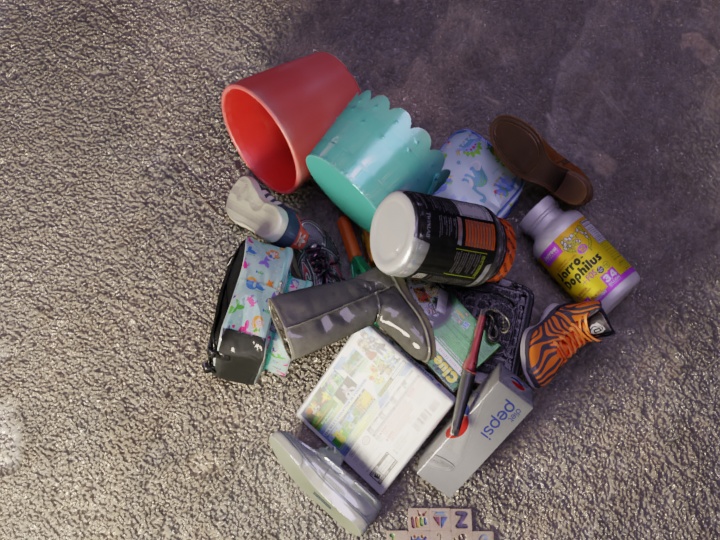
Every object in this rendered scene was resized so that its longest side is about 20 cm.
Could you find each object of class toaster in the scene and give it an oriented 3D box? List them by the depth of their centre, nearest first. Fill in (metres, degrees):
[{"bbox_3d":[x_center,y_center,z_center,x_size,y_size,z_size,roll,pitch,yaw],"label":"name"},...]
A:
[{"bbox_3d":[0.165,0.091,1.691,0.178,0.119,0.203,15,70,1],"label":"toaster"}]

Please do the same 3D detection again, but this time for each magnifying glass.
[{"bbox_3d":[0.000,0.000,1.745,0.022,0.080,0.202,-4,58,-29],"label":"magnifying glass"}]

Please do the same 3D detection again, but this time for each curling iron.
[{"bbox_3d":[0.168,0.144,1.571,0.049,0.026,0.203,21,72,7],"label":"curling iron"}]

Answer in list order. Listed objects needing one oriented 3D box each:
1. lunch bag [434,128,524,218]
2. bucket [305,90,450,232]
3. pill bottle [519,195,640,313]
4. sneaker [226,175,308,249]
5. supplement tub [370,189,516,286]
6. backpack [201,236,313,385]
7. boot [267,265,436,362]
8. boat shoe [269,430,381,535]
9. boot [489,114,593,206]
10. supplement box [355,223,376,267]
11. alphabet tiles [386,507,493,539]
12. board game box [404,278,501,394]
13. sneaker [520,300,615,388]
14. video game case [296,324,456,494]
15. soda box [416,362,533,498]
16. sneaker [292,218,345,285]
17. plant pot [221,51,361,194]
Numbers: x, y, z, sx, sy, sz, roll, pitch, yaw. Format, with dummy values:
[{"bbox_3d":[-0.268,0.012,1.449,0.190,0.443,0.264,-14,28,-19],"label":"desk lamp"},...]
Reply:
[{"bbox_3d":[0.166,-0.116,1.786,0.160,0.083,0.201,38,72,11],"label":"lunch bag"},{"bbox_3d":[0.023,-0.157,1.662,0.207,0.207,0.135,42,79,11],"label":"bucket"},{"bbox_3d":[0.348,-0.024,1.753,0.104,0.105,0.200,-38,76,-16],"label":"pill bottle"},{"bbox_3d":[-0.147,-0.085,1.742,0.076,0.084,0.200,-56,38,9],"label":"sneaker"},{"bbox_3d":[0.122,-0.043,1.580,0.197,0.122,0.125,9,66,-33],"label":"supplement tub"},{"bbox_3d":[-0.152,0.057,1.652,0.148,0.178,0.203,9,64,-8],"label":"backpack"},{"bbox_3d":[-0.012,0.082,1.544,0.197,0.073,0.183,-18,58,-27],"label":"boot"},{"bbox_3d":[-0.051,0.305,1.632,0.201,0.070,0.071,44,62,8],"label":"boat shoe"},{"bbox_3d":[0.300,-0.180,1.779,0.199,0.155,0.077,35,104,8],"label":"boot"},{"bbox_3d":[0.020,-0.106,1.782,0.068,0.067,0.203,-15,71,-9],"label":"supplement box"},{"bbox_3d":[0.121,0.456,1.614,0.163,0.006,0.204,1,70,-4],"label":"alphabet tiles"},{"bbox_3d":[0.105,0.075,1.618,0.104,0.024,0.200,-38,77,-16],"label":"board game box"},{"bbox_3d":[0.314,0.098,1.630,0.078,0.111,0.200,60,38,-19],"label":"sneaker"},{"bbox_3d":[0.020,0.204,1.626,0.182,0.022,0.201,41,114,12],"label":"video game case"},{"bbox_3d":[0.168,0.237,1.602,0.068,0.064,0.201,37,111,-6],"label":"soda box"},{"bbox_3d":[-0.057,0.006,1.731,0.079,0.075,0.203,-17,71,-10],"label":"sneaker"},{"bbox_3d":[-0.100,-0.252,1.773,0.176,0.201,0.201,-35,75,-25],"label":"plant pot"}]
